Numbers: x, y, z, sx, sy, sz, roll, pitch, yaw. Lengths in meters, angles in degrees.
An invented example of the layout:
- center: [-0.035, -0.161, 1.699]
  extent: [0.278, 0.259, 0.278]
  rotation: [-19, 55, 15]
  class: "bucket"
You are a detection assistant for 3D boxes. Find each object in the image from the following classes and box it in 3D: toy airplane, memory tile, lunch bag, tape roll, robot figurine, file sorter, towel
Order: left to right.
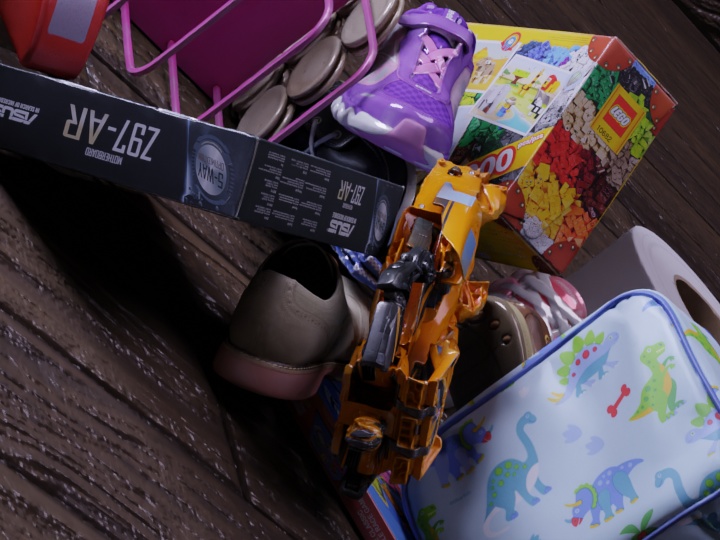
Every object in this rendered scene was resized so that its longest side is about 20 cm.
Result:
- center: [-0.155, -0.218, 1.474]
  extent: [0.200, 0.141, 0.200]
  rotation: [53, 46, 1]
  class: "toy airplane"
- center: [-0.099, -0.181, 1.704]
  extent: [0.200, 0.139, 0.126]
  rotation: [44, 20, -30]
  class: "file sorter"
- center: [-0.032, -0.165, 1.837]
  extent: [0.017, 0.153, 0.200]
  rotation: [39, 21, -24]
  class: "memory tile"
- center: [0.000, 0.000, 1.719]
  extent: [0.145, 0.024, 0.200]
  rotation: [46, 0, -34]
  class: "towel"
- center: [0.032, 0.034, 1.517]
  extent: [0.058, 0.146, 0.201]
  rotation: [14, 39, 6]
  class: "robot figurine"
- center: [0.126, 0.116, 1.514]
  extent: [0.082, 0.200, 0.161]
  rotation: [37, 22, -47]
  class: "lunch bag"
- center: [0.207, 0.088, 2.013]
  extent: [0.203, 0.139, 0.203]
  rotation: [49, 15, -18]
  class: "tape roll"

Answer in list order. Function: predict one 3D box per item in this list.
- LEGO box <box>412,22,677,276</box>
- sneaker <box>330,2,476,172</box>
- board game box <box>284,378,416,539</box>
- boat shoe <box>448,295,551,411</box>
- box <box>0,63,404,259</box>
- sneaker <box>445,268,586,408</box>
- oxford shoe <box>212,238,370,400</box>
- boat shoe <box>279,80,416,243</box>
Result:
- center: [0.100, -0.088, 1.908]
  extent: [0.077, 0.149, 0.200]
  rotation: [43, -16, -29]
  class: "LEGO box"
- center: [0.037, -0.124, 1.765]
  extent: [0.080, 0.089, 0.200]
  rotation: [31, 15, -5]
  class: "sneaker"
- center: [0.028, 0.150, 1.568]
  extent: [0.201, 0.019, 0.103]
  rotation: [59, 16, 21]
  class: "board game box"
- center: [0.100, 0.115, 1.632]
  extent: [0.067, 0.072, 0.202]
  rotation: [2, 79, -52]
  class: "boat shoe"
- center: [-0.087, -0.057, 1.470]
  extent: [0.159, 0.044, 0.200]
  rotation: [17, 1, 23]
  class: "box"
- center: [0.090, 0.036, 1.848]
  extent: [0.076, 0.104, 0.200]
  rotation: [59, 17, 15]
  class: "sneaker"
- center: [-0.025, 0.019, 1.558]
  extent: [0.070, 0.074, 0.200]
  rotation: [19, 13, 6]
  class: "oxford shoe"
- center: [-0.018, -0.074, 1.808]
  extent: [0.067, 0.072, 0.200]
  rotation: [19, 19, -27]
  class: "boat shoe"
